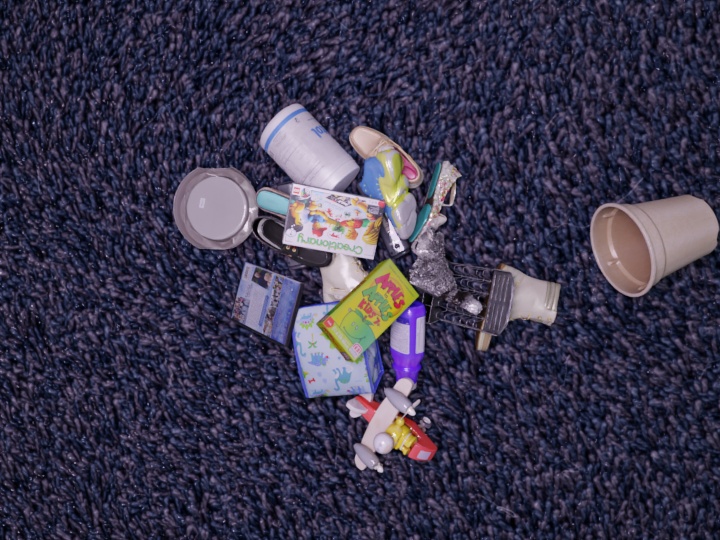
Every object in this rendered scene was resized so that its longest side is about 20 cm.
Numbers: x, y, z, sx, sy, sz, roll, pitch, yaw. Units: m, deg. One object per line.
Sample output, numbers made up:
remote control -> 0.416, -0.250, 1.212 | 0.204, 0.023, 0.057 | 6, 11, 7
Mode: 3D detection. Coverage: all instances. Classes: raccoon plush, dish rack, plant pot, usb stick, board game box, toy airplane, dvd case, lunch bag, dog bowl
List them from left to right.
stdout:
dog bowl -> -0.327, -0.143, 1.269 | 0.198, 0.059, 0.202 | 0, 91, 5
dvd case -> -0.214, 0.073, 1.230 | 0.199, 0.017, 0.144 | 18, 95, 38
usb stick -> -0.155, -0.104, 1.260 | 0.055, 0.033, 0.202 | -8, 91, 7
board game box -> -0.056, -0.103, 1.150 | 0.198, 0.035, 0.128 | 9, 102, -11
lunch bag -> -0.053, 0.164, 1.202 | 0.168, 0.128, 0.202 | -9, 107, 16
board game box -> 0.017, 0.080, 1.120 | 0.200, 0.048, 0.102 | -43, 98, -21
usb stick -> 0.053, -0.124, 1.250 | 0.055, 0.033, 0.201 | -26, 90, 4
toy airplane -> 0.052, 0.344, 1.206 | 0.197, 0.141, 0.202 | -14, 101, 20
raccoon plush -> 0.189, -0.005, 1.164 | 0.199, 0.097, 0.135 | 26, 88, 14
dish rack -> 0.232, 0.056, 1.185 | 0.199, 0.054, 0.155 | 12, 92, 41
plant pot -> 0.620, -0.068, 1.140 | 0.182, 0.200, 0.202 | -17, 90, -7

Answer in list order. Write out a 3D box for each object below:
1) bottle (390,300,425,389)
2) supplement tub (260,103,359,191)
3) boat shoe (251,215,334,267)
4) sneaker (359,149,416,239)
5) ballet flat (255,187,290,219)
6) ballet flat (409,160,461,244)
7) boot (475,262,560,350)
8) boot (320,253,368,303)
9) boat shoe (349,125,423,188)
bottle -> 0.105, 0.168, 1.226 | 0.065, 0.083, 0.202 | -8, 105, -31
supplement tub -> -0.112, -0.255, 1.212 | 0.132, 0.132, 0.200 | -45, 89, 4
boat shoe -> -0.152, -0.061, 1.205 | 0.200, 0.063, 0.074 | 28, 100, 15
sneaker -> 0.059, -0.167, 1.209 | 0.104, 0.076, 0.202 | 4, 115, 38
ballet flat -> -0.133, -0.132, 1.201 | 0.199, 0.067, 0.069 | 28, 100, -5
ballet flat -> 0.172, -0.144, 1.223 | 0.063, 0.076, 0.202 | 19, 97, -12
boot -> 0.348, 0.101, 1.215 | 0.153, 0.072, 0.202 | 19, 92, 2
boot -> 0.000, 0.000, 1.229 | 0.198, 0.072, 0.156 | -12, 90, 12
boat shoe -> 0.060, -0.262, 1.228 | 0.199, 0.069, 0.074 | 35, 94, 3
